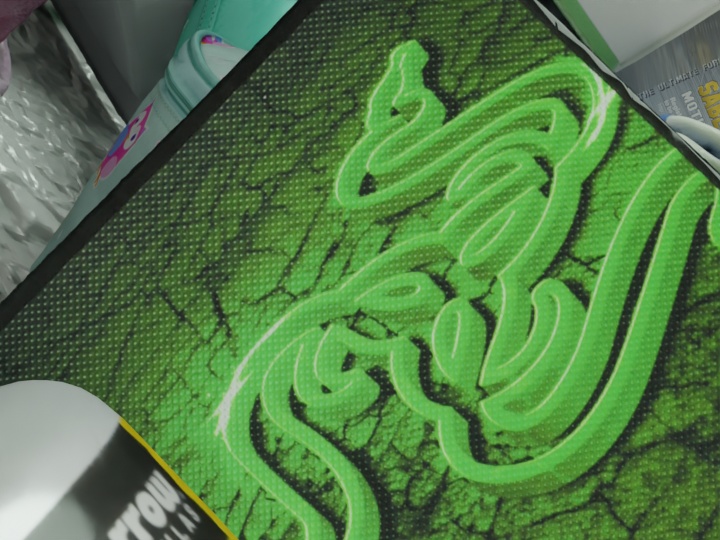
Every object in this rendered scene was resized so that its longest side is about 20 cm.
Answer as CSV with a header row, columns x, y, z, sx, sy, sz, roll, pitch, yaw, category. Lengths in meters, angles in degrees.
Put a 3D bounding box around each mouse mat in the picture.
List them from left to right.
x,y,z,sx,sy,sz,roll,pitch,yaw,category
0.006,0.036,0.636,0.161,0.200,0.008,43,-20,0,mouse mat

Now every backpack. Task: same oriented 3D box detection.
x,y,z,sx,sy,sz,roll,pitch,yaw,category
0.022,0.019,0.739,0.199,0.154,0.176,26,11,-18,backpack

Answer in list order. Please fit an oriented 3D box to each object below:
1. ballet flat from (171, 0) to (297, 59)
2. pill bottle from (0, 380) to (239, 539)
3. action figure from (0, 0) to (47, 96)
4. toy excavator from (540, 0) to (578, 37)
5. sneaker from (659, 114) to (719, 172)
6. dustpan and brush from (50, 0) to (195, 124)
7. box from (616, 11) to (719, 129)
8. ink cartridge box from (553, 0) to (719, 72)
x,y,z,sx,sy,sz,roll,pitch,yaw,category
0.000,0.000,0.874,0.201,0.067,0.071,57,48,-29,ballet flat
-0.052,0.091,0.480,0.200,0.114,0.114,46,18,-6,pill bottle
-0.155,-0.129,0.750,0.199,0.149,0.134,-7,58,-43,action figure
0.058,-0.050,1.107,0.200,0.100,0.195,53,12,-36,toy excavator
0.084,-0.011,0.934,0.076,0.199,0.078,-20,110,-47,sneaker
-0.073,-0.154,0.853,0.140,0.057,0.200,58,-18,28,dustpan and brush
0.147,-0.004,1.116,0.200,0.048,0.159,55,13,-72,box
0.060,-0.184,0.985,0.145,0.087,0.201,50,16,-35,ink cartridge box
